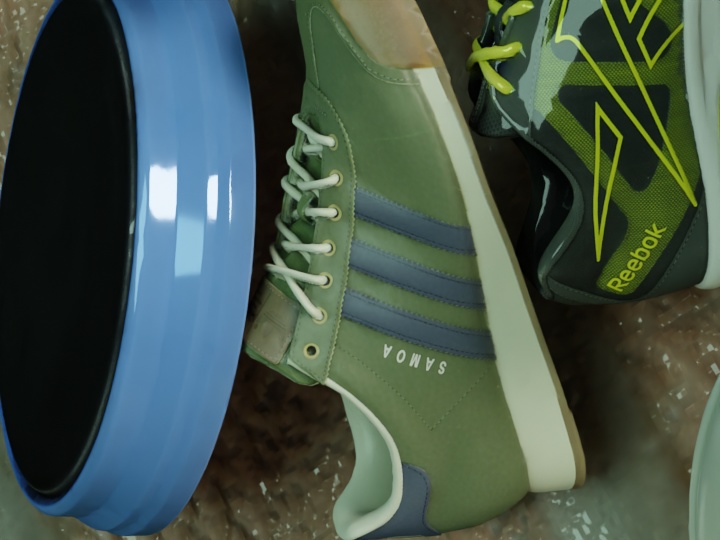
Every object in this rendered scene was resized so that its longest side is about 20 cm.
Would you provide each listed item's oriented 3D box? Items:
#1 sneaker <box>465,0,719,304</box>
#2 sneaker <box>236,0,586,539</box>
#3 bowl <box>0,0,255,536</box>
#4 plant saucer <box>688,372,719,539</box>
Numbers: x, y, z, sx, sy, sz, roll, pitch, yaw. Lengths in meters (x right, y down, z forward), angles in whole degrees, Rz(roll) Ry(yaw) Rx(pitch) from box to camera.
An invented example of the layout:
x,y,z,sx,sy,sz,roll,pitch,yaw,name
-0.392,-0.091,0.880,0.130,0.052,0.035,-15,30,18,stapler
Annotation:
x,y,z,sx,sy,sz,roll,pitch,yaw,name
0.069,-0.078,0.731,0.085,0.074,0.200,-18,103,-8,sneaker
0.000,0.000,0.762,0.090,0.067,0.200,-23,111,-5,sneaker
-0.088,-0.009,0.838,0.201,0.039,0.201,-175,90,-68,bowl
0.165,0.089,0.691,0.200,0.050,0.200,10,105,44,plant saucer
